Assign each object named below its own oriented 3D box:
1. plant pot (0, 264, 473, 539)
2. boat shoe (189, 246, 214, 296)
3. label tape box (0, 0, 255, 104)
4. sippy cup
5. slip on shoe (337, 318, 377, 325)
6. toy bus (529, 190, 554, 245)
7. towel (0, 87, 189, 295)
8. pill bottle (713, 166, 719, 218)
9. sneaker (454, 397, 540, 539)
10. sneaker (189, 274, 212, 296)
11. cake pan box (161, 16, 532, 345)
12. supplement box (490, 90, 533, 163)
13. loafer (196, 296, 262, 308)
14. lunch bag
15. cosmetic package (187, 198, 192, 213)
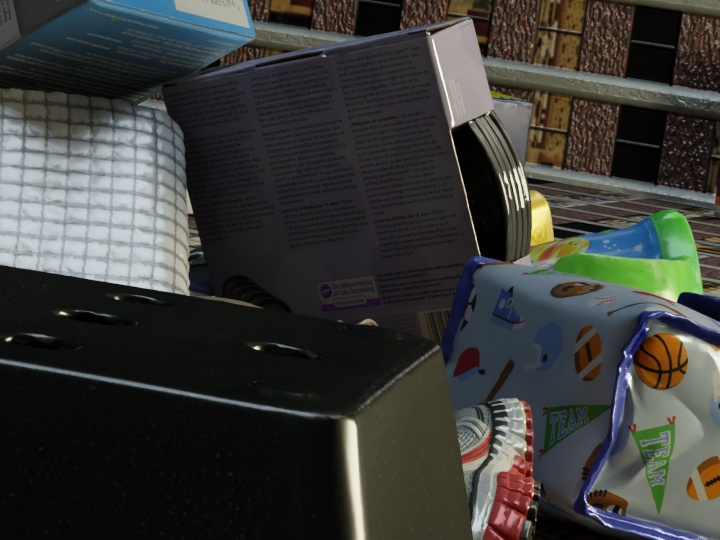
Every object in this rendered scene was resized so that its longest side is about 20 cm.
[{"bbox_3d":[-0.067,0.096,0.608,0.198,0.179,0.200,10,6,9],"label":"plant pot"},{"bbox_3d":[-0.014,0.012,1.681,0.198,0.072,0.068,-1,44,8],"label":"boat shoe"},{"bbox_3d":[-0.181,-0.124,1.585,0.199,0.064,0.144,-26,-20,30],"label":"label tape box"},{"bbox_3d":[0.121,0.038,1.603,0.129,0.179,0.140,-3,35,-3],"label":"sippy cup"},{"bbox_3d":[-0.004,0.070,1.428,0.060,0.076,0.200,-35,-9,6],"label":"slip on shoe"},{"bbox_3d":[0.000,0.000,1.806,0.191,0.137,0.199,-15,22,-39],"label":"toy bus"},{"bbox_3d":[-0.191,-0.010,1.501,0.199,0.086,0.166,4,48,-8],"label":"towel"},{"bbox_3d":[0.488,-0.155,3.374,0.113,0.201,0.114,8,6,-1],"label":"pill bottle"},{"bbox_3d":[0.030,0.094,1.181,0.082,0.078,0.200,7,6,2],"label":"sneaker"},{"bbox_3d":[-0.179,-0.012,1.605,0.198,0.081,0.116,7,51,-11],"label":"sneaker"},{"bbox_3d":[-0.002,-0.032,1.539,0.199,0.185,0.052,-9,12,38],"label":"cake pan box"},{"bbox_3d":[0.121,-0.162,3.383,0.108,0.110,0.200,6,6,-14],"label":"supplement box"},{"bbox_3d":[-0.107,0.058,1.376,0.199,0.077,0.067,-9,16,-34],"label":"loafer"},{"bbox_3d":[0.155,0.073,1.359,0.199,0.125,0.170,20,0,-28],"label":"lunch bag"},{"bbox_3d":[-0.232,-0.091,2.582,0.150,0.052,0.199,5,7,-42],"label":"cosmetic package"}]
